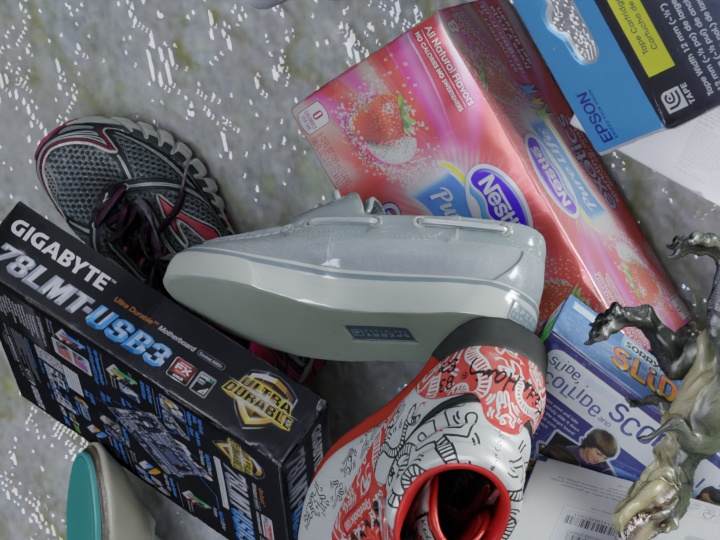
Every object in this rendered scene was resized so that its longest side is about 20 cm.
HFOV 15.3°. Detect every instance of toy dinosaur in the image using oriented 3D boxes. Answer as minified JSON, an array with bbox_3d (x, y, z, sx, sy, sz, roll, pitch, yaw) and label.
[{"bbox_3d":[0.162,0.030,1.229,0.088,0.047,0.200,38,96,-9],"label":"toy dinosaur"}]

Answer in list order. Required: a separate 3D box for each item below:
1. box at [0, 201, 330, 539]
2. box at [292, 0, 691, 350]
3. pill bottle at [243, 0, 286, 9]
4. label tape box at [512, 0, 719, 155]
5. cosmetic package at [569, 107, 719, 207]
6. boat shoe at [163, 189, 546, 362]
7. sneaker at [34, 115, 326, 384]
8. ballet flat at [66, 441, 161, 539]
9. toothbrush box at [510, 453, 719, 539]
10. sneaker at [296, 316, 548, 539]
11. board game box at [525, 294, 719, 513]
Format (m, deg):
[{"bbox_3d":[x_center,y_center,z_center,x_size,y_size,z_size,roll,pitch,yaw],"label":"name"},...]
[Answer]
[{"bbox_3d":[-0.106,0.069,1.429,0.198,0.200,0.050,31,71,14],"label":"box"},{"bbox_3d":[0.069,-0.028,1.374,0.102,0.095,0.201,-31,87,26],"label":"box"},{"bbox_3d":[0.016,-0.210,1.363,0.199,0.112,0.113,-24,90,24],"label":"pill bottle"},{"bbox_3d":[0.169,-0.160,1.263,0.199,0.066,0.144,-24,100,33],"label":"label tape box"},{"bbox_3d":[0.213,-0.065,1.339,0.199,0.051,0.083,31,112,15],"label":"cosmetic package"},{"bbox_3d":[0.000,0.000,1.315,0.200,0.070,0.072,5,60,27],"label":"boat shoe"},{"bbox_3d":[-0.102,-0.011,1.470,0.200,0.075,0.081,41,112,12],"label":"sneaker"},{"bbox_3d":[-0.138,0.190,1.529,0.069,0.069,0.201,15,110,20],"label":"ballet flat"},{"bbox_3d":[0.130,0.207,1.294,0.146,0.085,0.201,16,127,12],"label":"toothbrush box"},{"bbox_3d":[0.018,0.118,1.262,0.067,0.108,0.202,29,129,-12],"label":"sneaker"},{"bbox_3d":[0.140,0.120,1.309,0.200,0.035,0.135,37,127,-4],"label":"board game box"}]
